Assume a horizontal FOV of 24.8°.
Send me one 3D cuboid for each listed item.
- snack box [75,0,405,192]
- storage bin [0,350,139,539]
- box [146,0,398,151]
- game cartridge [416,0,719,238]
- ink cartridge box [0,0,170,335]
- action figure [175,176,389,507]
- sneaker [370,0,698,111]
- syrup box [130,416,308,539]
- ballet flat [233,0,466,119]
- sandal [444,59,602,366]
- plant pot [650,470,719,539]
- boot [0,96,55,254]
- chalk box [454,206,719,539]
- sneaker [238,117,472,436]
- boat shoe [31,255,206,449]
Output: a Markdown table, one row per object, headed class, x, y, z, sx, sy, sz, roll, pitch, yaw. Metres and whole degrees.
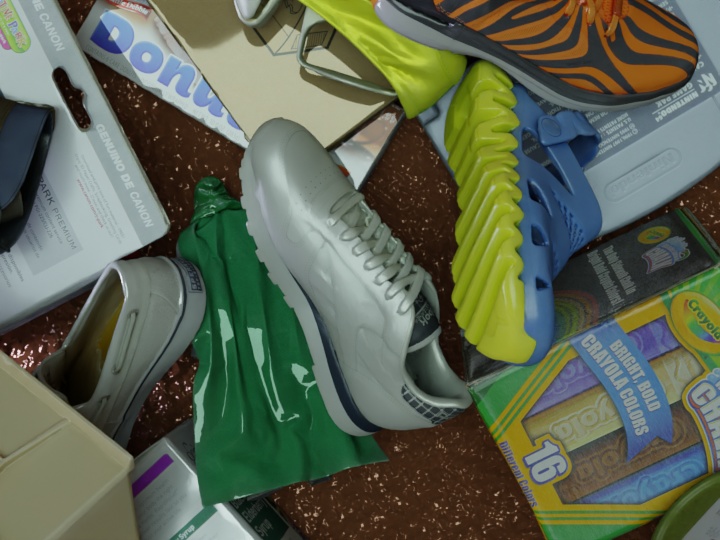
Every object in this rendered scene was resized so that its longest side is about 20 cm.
| class | x | y | z | sx | sy | sz | roll | pitch | yaw |
| --- | --- | --- | --- | --- | --- | --- | --- | --- | --- |
| snack box | -0.074 | -0.118 | 1.011 | 0.200 | 0.024 | 0.072 | 31 | 93 | 3 |
| storage bin | -0.218 | 0.137 | 0.930 | 0.198 | 0.200 | 0.094 | 34 | 57 | 25 |
| box | -0.016 | -0.176 | 0.988 | 0.200 | 0.021 | 0.164 | -37 | 88 | -1 |
| game cartridge | 0.147 | -0.096 | 0.986 | 0.200 | 0.041 | 0.133 | -30 | 87 | 7 |
| ink cartridge box | -0.223 | -0.072 | 1.000 | 0.175 | 0.084 | 0.201 | -26 | 91 | 8 |
| action figure | -0.067 | 0.035 | 0.995 | 0.118 | 0.055 | 0.201 | -10 | 76 | -24 |
| sneaker | 0.110 | -0.154 | 0.890 | 0.199 | 0.112 | 0.078 | 12 | 62 | -16 |
| syrup box | -0.072 | 0.192 | 1.004 | 0.081 | 0.079 | 0.200 | -42 | 89 | 8 |
| ballet flat | -0.031 | -0.157 | 0.946 | 0.200 | 0.067 | 0.067 | 34 | 102 | 0 |
| sandal | 0.097 | -0.033 | 0.907 | 0.087 | 0.080 | 0.201 | 14 | 51 | -14 |
| plant pot | 0.245 | 0.202 | 0.885 | 0.187 | 0.187 | 0.200 | -37 | 115 | 7 |
| boot | -0.229 | -0.027 | 0.891 | 0.096 | 0.075 | 0.201 | 7 | 58 | -3 |
| chalk box | 0.171 | 0.053 | 0.938 | 0.199 | 0.124 | 0.124 | -25 | 106 | 8 |
| sneaker | 0.000 | 0.000 | 0.942 | 0.080 | 0.076 | 0.201 | -11 | 111 | 42 |
| boat shoe | -0.168 | 0.071 | 0.983 | 0.200 | 0.070 | 0.071 | -53 | 52 | 27 |
